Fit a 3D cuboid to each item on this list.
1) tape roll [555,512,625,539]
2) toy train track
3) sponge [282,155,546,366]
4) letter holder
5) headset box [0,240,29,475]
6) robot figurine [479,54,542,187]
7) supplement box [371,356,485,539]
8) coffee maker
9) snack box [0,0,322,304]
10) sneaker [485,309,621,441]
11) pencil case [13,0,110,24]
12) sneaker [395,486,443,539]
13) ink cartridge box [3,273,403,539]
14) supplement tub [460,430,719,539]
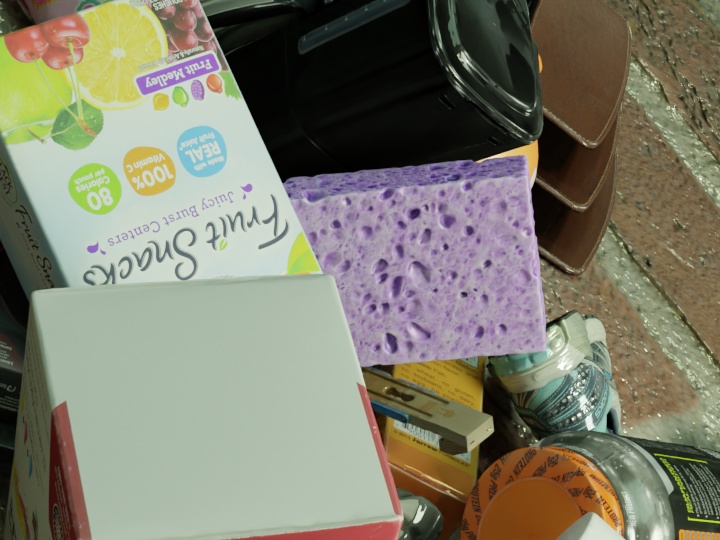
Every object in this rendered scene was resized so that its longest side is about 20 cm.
[{"bbox_3d":[0.074,0.215,1.107,0.071,0.203,0.202,41,34,4],"label":"tape roll"},{"bbox_3d":[-0.010,0.069,1.282,0.199,0.033,0.115,19,40,37],"label":"toy train track"},{"bbox_3d":[0.000,0.000,1.253,0.198,0.112,0.030,-5,29,4],"label":"sponge"},{"bbox_3d":[0.150,-0.107,1.649,0.142,0.101,0.200,35,34,-8],"label":"letter holder"},{"bbox_3d":[-0.174,0.027,1.206,0.148,0.075,0.201,20,38,-27],"label":"headset box"},{"bbox_3d":[0.040,-0.082,1.439,0.143,0.117,0.200,-10,21,-15],"label":"robot figurine"},{"bbox_3d":[0.032,0.079,1.350,0.069,0.067,0.200,27,35,-11],"label":"supplement box"},{"bbox_3d":[0.000,-0.088,1.308,0.134,0.199,0.193,0,73,-58],"label":"coffee maker"},{"bbox_3d":[-0.111,-0.034,1.154,0.142,0.053,0.201,-23,88,-34],"label":"snack box"},{"bbox_3d":[0.124,0.080,1.404,0.087,0.077,0.200,66,10,6],"label":"sneaker"},{"bbox_3d":[-0.159,-0.146,1.422,0.087,0.088,0.201,1,48,-43],"label":"pencil case"},{"bbox_3d":[-0.008,0.147,1.157,0.079,0.200,0.075,36,71,13],"label":"sneaker"},{"bbox_3d":[-0.080,0.123,1.045,0.144,0.201,0.146,-4,48,-17],"label":"ink cartridge box"},{"bbox_3d":[0.152,0.156,1.292,0.199,0.122,0.123,14,39,-50],"label":"supplement tub"}]
